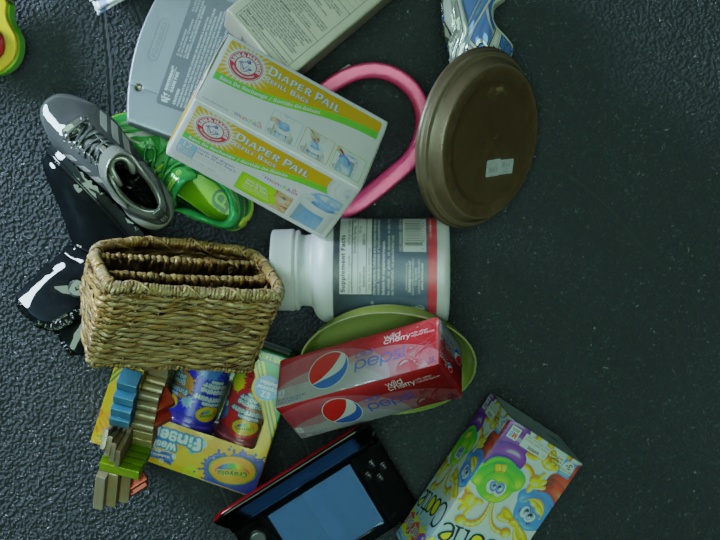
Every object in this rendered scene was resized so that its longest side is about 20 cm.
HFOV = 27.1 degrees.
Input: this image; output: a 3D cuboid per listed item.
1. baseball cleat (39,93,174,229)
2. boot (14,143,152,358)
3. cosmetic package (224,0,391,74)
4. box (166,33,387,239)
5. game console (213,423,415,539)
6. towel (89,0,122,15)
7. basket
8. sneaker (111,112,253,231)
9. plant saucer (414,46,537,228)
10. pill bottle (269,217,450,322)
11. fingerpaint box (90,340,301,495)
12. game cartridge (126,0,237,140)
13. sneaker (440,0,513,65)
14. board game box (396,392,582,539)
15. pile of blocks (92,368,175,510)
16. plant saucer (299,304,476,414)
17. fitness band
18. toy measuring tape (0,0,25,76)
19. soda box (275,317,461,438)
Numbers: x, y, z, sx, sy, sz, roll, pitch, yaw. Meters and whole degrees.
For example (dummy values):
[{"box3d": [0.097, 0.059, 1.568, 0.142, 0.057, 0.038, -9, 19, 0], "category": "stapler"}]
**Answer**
[{"box3d": [-0.275, -0.130, 1.614, 0.200, 0.106, 0.070, 41, 81, 9], "category": "baseball cleat"}, {"box3d": [-0.334, -0.020, 1.698, 0.168, 0.076, 0.200, -42, 99, 1], "category": "boot"}, {"box3d": [-0.043, -0.301, 1.647, 0.200, 0.071, 0.105, -39, 91, -10], "category": "cosmetic package"}, {"box3d": [-0.090, -0.142, 1.595, 0.199, 0.113, 0.102, 28, 54, -8], "category": "box"}, {"box3d": [-0.046, 0.272, 1.677, 0.199, 0.119, 0.173, -31, 107, -2], "category": "game console"}, {"box3d": [-0.234, -0.387, 1.658, 0.199, 0.024, 0.148, -21, 85, 19], "category": "towel"}, {"box3d": [-0.193, 0.012, 1.599, 0.198, 0.149, 0.144, 3, 51, -18], "category": "basket"}, {"box3d": [-0.208, -0.114, 1.683, 0.199, 0.084, 0.074, 32, 99, -1], "category": "sneaker"}, {"box3d": [0.134, -0.143, 1.633, 0.029, 0.199, 0.202, 17, 97, 39], "category": "plant saucer"}, {"box3d": [0.000, 0.000, 1.674, 0.198, 0.120, 0.121, 0, 95, 2], "category": "pill bottle"}, {"box3d": [-0.187, 0.145, 1.713, 0.198, 0.073, 0.168, 20, 96, -1], "category": "fingerpaint box"}, {"box3d": [-0.184, -0.241, 1.677, 0.132, 0.040, 0.202, 20, 83, -8], "category": "game cartridge"}, {"box3d": [0.135, -0.225, 1.671, 0.076, 0.076, 0.202, -6, 97, 5], "category": "sneaker"}, {"box3d": [0.142, 0.259, 1.695, 0.103, 0.105, 0.201, 32, 95, -14], "category": "board game box"}, {"box3d": [-0.241, 0.168, 1.639, 0.062, 0.082, 0.202, 13, 96, 4], "category": "pile of blocks"}, {"box3d": [0.030, 0.095, 1.673, 0.198, 0.201, 0.031, 0, 51, 1], "category": "plant saucer"}, {"box3d": [-0.011, -0.148, 1.701, 0.200, 0.037, 0.144, -39, 94, 5], "category": "fitness band"}, {"box3d": [-0.385, -0.277, 1.681, 0.200, 0.074, 0.074, -40, 93, 5], "category": "toy measuring tape"}, {"box3d": [0.009, 0.117, 1.617, 0.199, 0.070, 0.064, -17, 134, 21], "category": "soda box"}]
